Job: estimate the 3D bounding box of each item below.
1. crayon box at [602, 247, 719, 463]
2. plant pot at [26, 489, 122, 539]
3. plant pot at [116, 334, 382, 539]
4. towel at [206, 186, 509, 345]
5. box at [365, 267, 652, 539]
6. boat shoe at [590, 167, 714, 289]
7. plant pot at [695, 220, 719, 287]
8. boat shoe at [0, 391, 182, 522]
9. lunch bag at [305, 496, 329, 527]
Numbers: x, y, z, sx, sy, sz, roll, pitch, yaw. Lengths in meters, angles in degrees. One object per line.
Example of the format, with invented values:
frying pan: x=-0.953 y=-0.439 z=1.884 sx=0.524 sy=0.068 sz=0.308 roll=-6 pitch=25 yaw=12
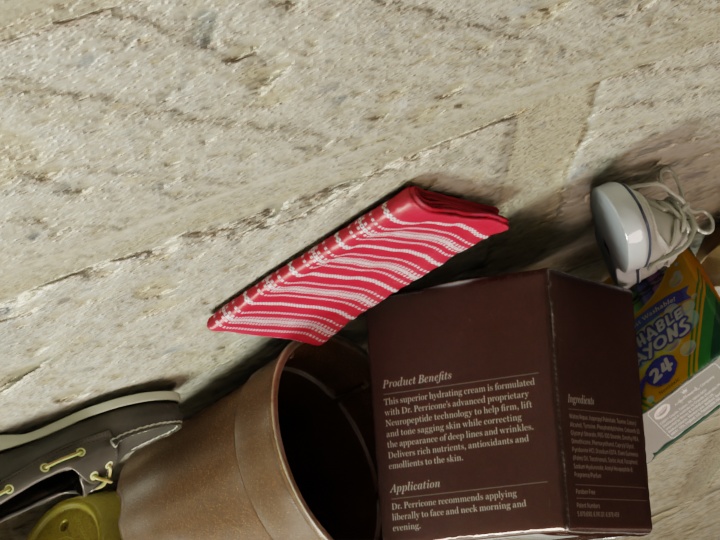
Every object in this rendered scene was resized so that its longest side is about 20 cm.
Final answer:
crayon box: x=0.244 y=0.054 z=1.872 sx=0.126 sy=0.200 sz=0.052 roll=-39 pitch=123 yaw=13
plant pot: x=-0.209 y=0.266 z=1.910 sx=0.200 sy=0.201 sz=0.142 roll=-32 pitch=136 yaw=24
plant pot: x=-0.076 y=0.178 z=1.798 sx=0.198 sy=0.201 sz=0.200 roll=-27 pitch=163 yaw=32
towel: x=0.000 y=0.000 z=1.646 sx=0.200 sy=0.023 sz=0.144 roll=-32 pitch=159 yaw=25
box: x=0.118 y=0.115 z=1.752 sx=0.165 sy=0.201 sz=0.164 roll=-9 pitch=169 yaw=30
boat shoe: x=0.233 y=-0.034 z=1.748 sx=0.086 sy=0.075 sz=0.202 roll=-23 pitch=164 yaw=1
plant pot: x=0.380 y=-0.045 z=1.971 sx=0.199 sy=0.028 sz=0.200 roll=-22 pitch=162 yaw=-8
boat shoe: x=-0.225 y=0.148 z=1.717 sx=0.200 sy=0.061 sz=0.072 roll=-18 pitch=161 yaw=-16
lunch bag: x=0.054 y=0.232 z=1.900 sx=0.199 sy=0.171 sz=0.124 roll=-12 pitch=151 yaw=-2
